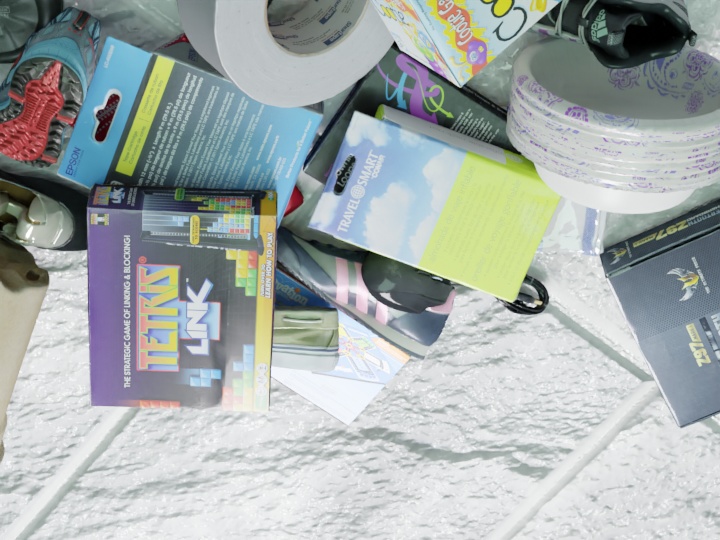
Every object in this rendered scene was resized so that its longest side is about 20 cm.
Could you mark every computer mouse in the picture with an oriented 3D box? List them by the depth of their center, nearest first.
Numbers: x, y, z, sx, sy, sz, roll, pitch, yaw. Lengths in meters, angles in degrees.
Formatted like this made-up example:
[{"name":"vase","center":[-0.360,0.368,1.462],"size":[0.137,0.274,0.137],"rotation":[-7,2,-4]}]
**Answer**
[{"name":"computer mouse","center":[0.092,0.012,1.674],"size":[0.199,0.059,0.034],"rotation":[6,163,-25]}]

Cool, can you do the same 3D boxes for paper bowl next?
[{"name":"paper bowl","center":[0.224,-0.121,1.541],"size":[0.199,0.201,0.105],"rotation":[4,119,-4]}]

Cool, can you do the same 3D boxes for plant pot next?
[{"name":"plant pot","center":[-0.379,0.057,1.642],"size":[0.200,0.201,0.184],"rotation":[26,103,-15]}]

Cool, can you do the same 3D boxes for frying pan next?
[{"name":"frying pan","center":[-0.301,-0.260,1.549],"size":[0.114,0.031,0.191],"rotation":[19,119,-13]}]

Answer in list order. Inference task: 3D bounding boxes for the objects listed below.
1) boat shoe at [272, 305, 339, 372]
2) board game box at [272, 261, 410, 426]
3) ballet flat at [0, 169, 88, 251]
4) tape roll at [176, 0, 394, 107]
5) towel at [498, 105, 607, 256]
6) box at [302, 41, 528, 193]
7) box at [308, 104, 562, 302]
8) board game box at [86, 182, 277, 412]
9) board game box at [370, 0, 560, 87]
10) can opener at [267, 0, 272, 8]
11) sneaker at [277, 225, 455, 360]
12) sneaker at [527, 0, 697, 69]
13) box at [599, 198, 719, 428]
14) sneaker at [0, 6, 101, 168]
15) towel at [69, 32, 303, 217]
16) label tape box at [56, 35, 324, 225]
[{"name":"boat shoe","center":[-0.116,0.053,1.690],"size":[0.199,0.072,0.062],"rotation":[7,93,-8]},{"name":"board game box","center":[-0.060,0.062,1.736],"size":[0.200,0.019,0.103],"rotation":[34,114,-18]},{"name":"ballet flat","center":[-0.321,-0.056,1.635],"size":[0.199,0.073,0.073],"rotation":[23,116,-14]},{"name":"tape roll","center":[-0.051,-0.238,1.491],"size":[0.200,0.066,0.201],"rotation":[-23,133,-26]},{"name":"towel","center":[0.135,-0.083,1.661],"size":[0.199,0.024,0.148],"rotation":[4,118,-4]},{"name":"box","center":[0.068,-0.100,1.622],"size":[0.199,0.036,0.143],"rotation":[31,109,-14]},{"name":"box","center":[0.067,-0.062,1.592],"size":[0.199,0.048,0.122],"rotation":[20,111,-9]},{"name":"board game box","center":[-0.158,0.026,1.594],"size":[0.164,0.057,0.201],"rotation":[1,117,-4]},{"name":"board game box","center":[0.109,-0.263,1.466],"size":[0.200,0.105,0.103],"rotation":[-40,128,-7]},{"name":"can opener","center":[-0.064,-0.296,1.517],"size":[0.063,0.079,0.200],"rotation":[32,104,-9]},{"name":"sneaker","center":[0.000,0.000,1.687],"size":[0.200,0.070,0.082],"rotation":[34,95,-21]},{"name":"sneaker","center":[0.188,-0.217,1.520],"size":[0.199,0.140,0.078],"rotation":[1,118,-4]},{"name":"box","center":[0.337,0.038,1.718],"size":[0.157,0.051,0.201],"rotation":[-23,117,12]},{"name":"sneaker","center":[-0.269,-0.159,1.561],"size":[0.079,0.096,0.200],"rotation":[31,149,-17]},{"name":"towel","center":[-0.160,-0.102,1.642],"size":[0.144,0.023,0.200],"rotation":[-29,116,13]},{"name":"label tape box","center":[-0.149,-0.119,1.588],"size":[0.199,0.066,0.144],"rotation":[20,114,-10]}]
